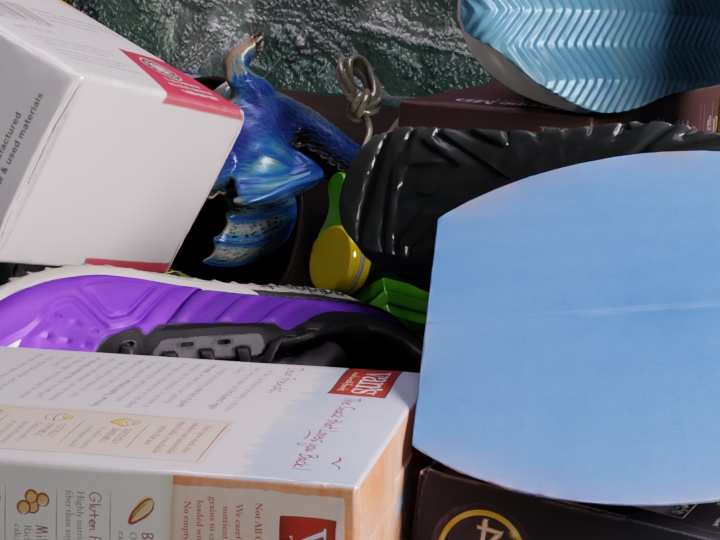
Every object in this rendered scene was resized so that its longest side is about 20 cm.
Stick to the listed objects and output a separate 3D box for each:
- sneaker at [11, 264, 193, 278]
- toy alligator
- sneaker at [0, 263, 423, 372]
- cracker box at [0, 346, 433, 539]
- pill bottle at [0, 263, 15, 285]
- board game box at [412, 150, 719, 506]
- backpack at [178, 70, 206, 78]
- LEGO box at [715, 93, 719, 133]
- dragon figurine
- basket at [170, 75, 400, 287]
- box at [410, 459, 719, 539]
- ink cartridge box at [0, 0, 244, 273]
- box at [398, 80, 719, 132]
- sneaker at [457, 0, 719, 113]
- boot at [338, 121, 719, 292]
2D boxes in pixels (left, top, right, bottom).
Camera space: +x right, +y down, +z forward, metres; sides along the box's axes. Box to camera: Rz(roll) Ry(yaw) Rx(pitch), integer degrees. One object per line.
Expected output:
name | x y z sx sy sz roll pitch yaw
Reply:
sneaker | -0.102 0.026 0.960 0.084 0.075 0.200 4 9 6
toy alligator | 0.000 0.000 0.957 0.059 0.201 0.054 16 -39 -39
sneaker | -0.053 0.040 0.786 0.199 0.070 0.099 -3 12 -29
cracker box | -0.084 0.066 0.657 0.198 0.058 0.134 3 10 11
pill bottle | -0.211 0.008 0.911 0.115 0.117 0.200 2 8 0
board game box | 0.100 0.027 0.688 0.156 0.039 0.201 -4 32 8
backpack | -0.156 -0.063 1.377 0.162 0.155 0.200 -2 -6 17
LEGO box | 0.224 -0.051 0.871 0.077 0.150 0.200 0 13 -21
dragon figurine | -0.055 -0.042 0.999 0.199 0.100 0.059 -32 -14 -38
basket | -0.007 -0.030 1.183 0.199 0.137 0.180 1 -2 -38
box | 0.123 0.082 0.695 0.160 0.050 0.200 11 10 21
ink cartridge box | -0.169 -0.082 0.897 0.199 0.086 0.147 30 10 22
box | 0.103 -0.054 1.051 0.099 0.076 0.200 7 14 27
sneaker | 0.098 -0.108 0.976 0.080 0.077 0.199 2 3 37
boot | 0.107 0.008 0.848 0.199 0.077 0.168 8 -18 31
